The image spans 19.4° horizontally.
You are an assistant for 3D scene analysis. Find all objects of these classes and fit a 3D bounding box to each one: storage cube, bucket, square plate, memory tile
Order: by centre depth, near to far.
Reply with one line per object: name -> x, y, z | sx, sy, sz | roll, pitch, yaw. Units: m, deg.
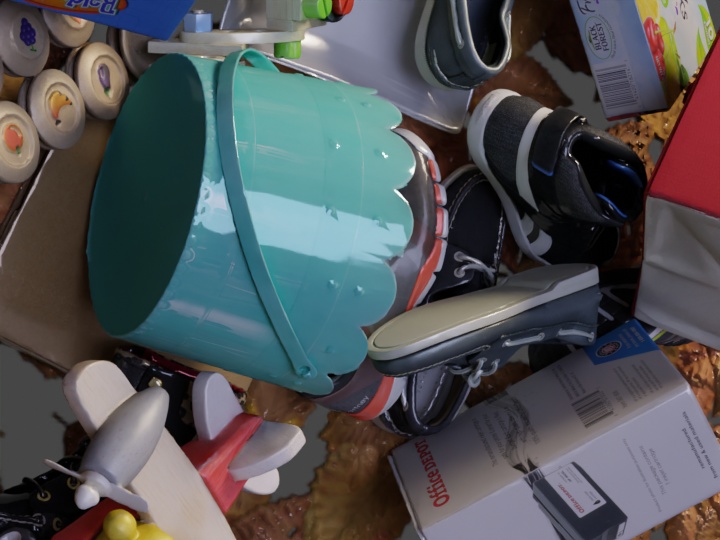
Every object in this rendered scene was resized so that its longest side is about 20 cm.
memory tile -> -0.193, -0.152, 1.284 | 0.200, 0.017, 0.153 | -46, 121, -50
bucket -> -0.072, -0.033, 1.285 | 0.135, 0.207, 0.207 | 12, 87, -27
storage cube -> 0.297, -0.049, 1.435 | 0.200, 0.171, 0.180 | 20, 62, 14
square plate -> 0.010, -0.218, 1.443 | 0.198, 0.028, 0.200 | 19, 83, -27

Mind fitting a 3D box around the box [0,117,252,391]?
box -> -0.140, 0.002, 1.373 | 0.200, 0.021, 0.164 | 30, 78, -26

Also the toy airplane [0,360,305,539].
toy airplane -> -0.107, 0.157, 1.245 | 0.200, 0.141, 0.199 | 9, 101, -35

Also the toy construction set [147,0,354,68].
toy construction set -> -0.065, -0.204, 1.323 | 0.131, 0.092, 0.200 | -20, 130, -56

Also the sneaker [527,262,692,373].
sneaker -> 0.214, 0.033, 1.540 | 0.200, 0.074, 0.081 | -27, 145, -9

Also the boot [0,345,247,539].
boot -> -0.170, 0.119, 1.319 | 0.200, 0.073, 0.151 | 21, 95, -32

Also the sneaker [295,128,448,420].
sneaker -> 0.000, 0.000, 1.412 | 0.082, 0.077, 0.200 | 10, 88, -40

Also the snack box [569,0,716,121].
snack box -> 0.185, -0.224, 1.478 | 0.142, 0.053, 0.200 | -51, 127, -55

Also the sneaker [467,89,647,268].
sneaker -> 0.157, -0.042, 1.449 | 0.073, 0.112, 0.200 | -57, 140, -11

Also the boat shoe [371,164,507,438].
boat shoe -> 0.063, 0.021, 1.464 | 0.074, 0.060, 0.200 | 28, 79, -26

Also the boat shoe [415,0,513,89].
boat shoe -> 0.091, -0.220, 1.426 | 0.073, 0.062, 0.200 | 16, 85, -29

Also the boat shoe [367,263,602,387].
boat shoe -> 0.088, 0.046, 1.403 | 0.200, 0.073, 0.062 | -19, 106, -40

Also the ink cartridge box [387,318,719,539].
ink cartridge box -> 0.131, 0.132, 1.422 | 0.200, 0.145, 0.084 | -28, 108, 2

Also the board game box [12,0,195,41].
board game box -> -0.183, -0.241, 1.265 | 0.152, 0.045, 0.200 | 13, 50, -28
